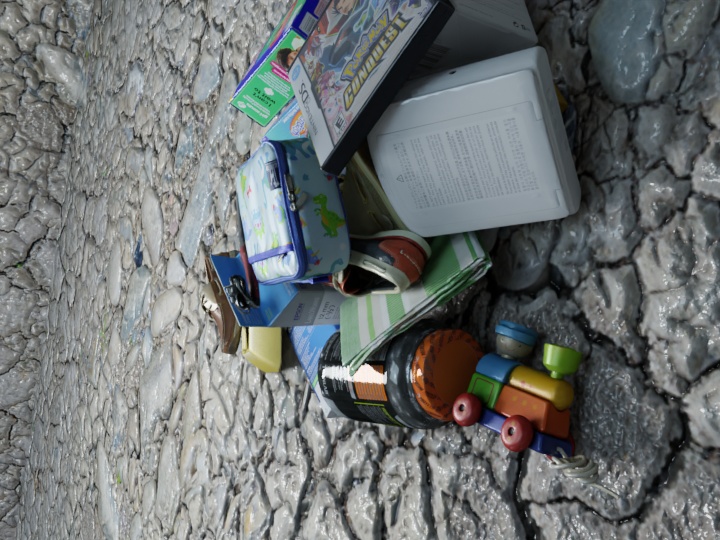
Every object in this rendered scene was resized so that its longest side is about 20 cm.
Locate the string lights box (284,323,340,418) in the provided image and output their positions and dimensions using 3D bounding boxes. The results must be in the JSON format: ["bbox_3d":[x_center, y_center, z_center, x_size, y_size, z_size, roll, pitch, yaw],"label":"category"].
[{"bbox_3d":[-0.044,0.099,1.055,0.103,0.058,0.201,-62,41,30],"label":"string lights box"}]

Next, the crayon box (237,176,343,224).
[{"bbox_3d":[-0.102,-0.098,1.059,0.200,0.125,0.052,162,110,-73],"label":"crayon box"}]

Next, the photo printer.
[{"bbox_3d":[0.105,-0.119,0.742,0.198,0.070,0.168,-7,120,32],"label":"photo printer"}]

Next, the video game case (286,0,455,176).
[{"bbox_3d":[-0.001,-0.228,0.749,0.201,0.025,0.182,-51,40,31],"label":"video game case"}]

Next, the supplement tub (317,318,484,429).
[{"bbox_3d":[0.046,0.120,0.865,0.199,0.121,0.125,-8,79,54],"label":"supplement tub"}]

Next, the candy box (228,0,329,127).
[{"bbox_3d":[-0.099,-0.338,1.116,0.199,0.077,0.171,-34,29,49],"label":"candy box"}]

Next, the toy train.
[{"bbox_3d":[0.186,0.124,0.709,0.199,0.084,0.117,16,86,55],"label":"toy train"}]

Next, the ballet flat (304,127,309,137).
[{"bbox_3d":[0.013,-0.217,0.914,0.199,0.069,0.071,-38,11,17],"label":"ballet flat"}]

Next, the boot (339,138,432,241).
[{"bbox_3d":[-0.014,-0.105,0.878,0.154,0.073,0.201,-17,113,47],"label":"boot"}]

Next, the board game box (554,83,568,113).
[{"bbox_3d":[0.135,-0.207,0.847,0.153,0.040,0.202,-50,48,40],"label":"board game box"}]

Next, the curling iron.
[{"bbox_3d":[-0.152,-0.031,0.963,0.025,0.050,0.202,-25,48,21],"label":"curling iron"}]

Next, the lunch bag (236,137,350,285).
[{"bbox_3d":[-0.084,-0.062,0.861,0.200,0.081,0.163,174,84,-67],"label":"lunch bag"}]

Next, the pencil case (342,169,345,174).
[{"bbox_3d":[0.017,-0.154,0.978,0.200,0.082,0.092,36,135,51],"label":"pencil case"}]

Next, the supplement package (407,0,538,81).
[{"bbox_3d":[0.085,-0.301,0.791,0.121,0.118,0.203,-39,55,46],"label":"supplement package"}]

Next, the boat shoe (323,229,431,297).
[{"bbox_3d":[0.000,0.000,0.854,0.199,0.071,0.063,-7,45,54],"label":"boat shoe"}]

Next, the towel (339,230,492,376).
[{"bbox_3d":[0.055,0.019,0.836,0.199,0.023,0.153,-40,22,16],"label":"towel"}]

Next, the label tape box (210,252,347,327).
[{"bbox_3d":[-0.086,0.005,1.002,0.144,0.198,0.067,57,133,41],"label":"label tape box"}]

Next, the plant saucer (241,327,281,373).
[{"bbox_3d":[-0.161,0.061,1.179,0.200,0.048,0.203,147,123,-75],"label":"plant saucer"}]

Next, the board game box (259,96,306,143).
[{"bbox_3d":[-0.049,-0.261,1.050,0.199,0.045,0.153,-29,25,50],"label":"board game box"}]

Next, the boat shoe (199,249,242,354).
[{"bbox_3d":[-0.230,0.052,1.213,0.076,0.071,0.202,105,161,-45],"label":"boat shoe"}]
